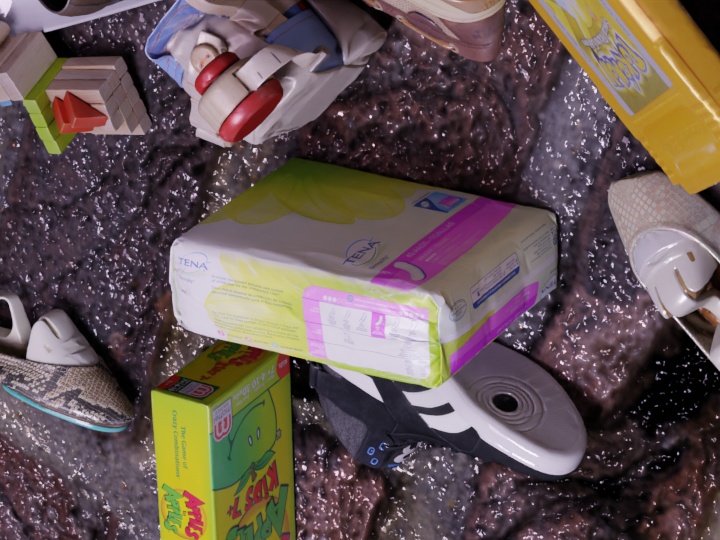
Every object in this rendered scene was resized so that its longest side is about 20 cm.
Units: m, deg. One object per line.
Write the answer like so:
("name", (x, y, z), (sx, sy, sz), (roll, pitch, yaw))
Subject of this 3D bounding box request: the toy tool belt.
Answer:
("toy tool belt", (-0.077, -0.142, 1.654), (0.123, 0.200, 0.125), (46, 111, 6))

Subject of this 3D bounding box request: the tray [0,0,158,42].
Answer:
("tray", (-0.185, -0.218, 1.800), (0.199, 0.022, 0.108), (-10, 107, 37))

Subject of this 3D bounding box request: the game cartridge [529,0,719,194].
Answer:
("game cartridge", (0.145, -0.133, 1.541), (0.200, 0.032, 0.176), (54, 173, 1))

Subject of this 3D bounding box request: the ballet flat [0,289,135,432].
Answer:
("ballet flat", (-0.243, 0.055, 1.955), (0.199, 0.068, 0.076), (16, 105, 30))

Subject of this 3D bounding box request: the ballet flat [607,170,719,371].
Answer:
("ballet flat", (0.212, 0.022, 1.623), (0.200, 0.062, 0.067), (47, 130, 6))

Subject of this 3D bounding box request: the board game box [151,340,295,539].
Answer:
("board game box", (-0.090, 0.153, 1.870), (0.047, 0.102, 0.201), (13, 119, 27))

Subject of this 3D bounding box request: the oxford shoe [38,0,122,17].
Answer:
("oxford shoe", (-0.215, -0.251, 1.737), (0.073, 0.084, 0.201), (-32, 91, 42))

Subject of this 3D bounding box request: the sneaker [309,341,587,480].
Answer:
("sneaker", (0.054, 0.096, 1.770), (0.200, 0.073, 0.112), (36, 132, 25))

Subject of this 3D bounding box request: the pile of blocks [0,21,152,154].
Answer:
("pile of blocks", (-0.241, -0.120, 1.841), (0.199, 0.062, 0.082), (22, 140, 15))

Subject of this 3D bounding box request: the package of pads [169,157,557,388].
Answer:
("package of pads", (0.000, 0.000, 1.696), (0.199, 0.154, 0.069), (12, 119, 29))

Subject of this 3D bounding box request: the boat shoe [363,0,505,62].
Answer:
("boat shoe", (0.011, -0.185, 1.647), (0.200, 0.072, 0.072), (32, 150, 32))
